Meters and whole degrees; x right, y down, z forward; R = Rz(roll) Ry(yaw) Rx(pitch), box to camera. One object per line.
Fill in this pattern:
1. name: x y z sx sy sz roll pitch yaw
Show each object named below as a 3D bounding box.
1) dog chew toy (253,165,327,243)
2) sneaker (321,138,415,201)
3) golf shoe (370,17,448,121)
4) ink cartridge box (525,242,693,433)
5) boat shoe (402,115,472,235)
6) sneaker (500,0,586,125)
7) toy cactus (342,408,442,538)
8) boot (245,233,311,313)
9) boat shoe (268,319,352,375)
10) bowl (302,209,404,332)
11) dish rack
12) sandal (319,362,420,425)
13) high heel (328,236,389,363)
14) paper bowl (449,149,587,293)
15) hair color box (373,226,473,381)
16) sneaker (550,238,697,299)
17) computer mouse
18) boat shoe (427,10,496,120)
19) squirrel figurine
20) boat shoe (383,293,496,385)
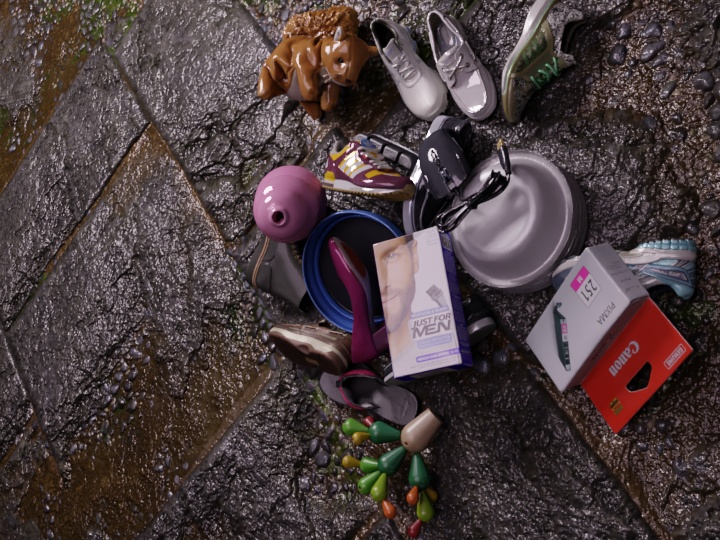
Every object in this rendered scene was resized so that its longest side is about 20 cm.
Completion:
1. dog chew toy: -0.118 -0.101 1.385 0.122 0.200 0.127 0 102 2
2. sneaker: 0.012 -0.163 1.356 0.198 0.074 0.092 13 93 46
3. golf shoe: 0.070 -0.332 1.408 0.078 0.097 0.202 -40 61 22
4. ink cartridge box: 0.313 0.096 1.115 0.175 0.043 0.202 59 146 30
5. boat shoe: 0.126 -0.143 1.349 0.067 0.071 0.203 16 84 39
6. sneaker: 0.272 -0.308 1.269 0.088 0.076 0.203 25 99 29
7. toy cactus: 0.064 0.285 1.307 0.165 0.102 0.200 -46 57 5
8. boot: -0.108 -0.040 1.514 0.137 0.077 0.203 28 105 28
9. boat shoe: -0.075 0.122 1.460 0.200 0.075 0.075 16 54 46
10. bowl: 0.000 0.000 1.385 0.197 0.039 0.205 8 109 24
11. dish rack: 0.016 -0.121 1.437 0.152 0.054 0.203 31 102 38
12. sandal: 0.008 0.193 1.385 0.198 0.045 0.077 16 91 38
13. high heel: -0.020 0.051 1.344 0.095 0.067 0.202 -28 95 17
14. paper bowl: 0.219 -0.074 1.240 0.198 0.104 0.205 -9 74 35
15. hair color box: 0.090 0.050 1.253 0.108 0.065 0.204 -15 74 22
16. sneaker: 0.348 0.014 1.142 0.197 0.077 0.088 -12 77 35
17. computer mouse: 0.143 -0.162 1.238 0.140 0.046 0.202 -34 41 26
18. boat shoe: 0.151 -0.327 1.361 0.070 0.069 0.203 -35 63 25
19. squirrel figurine: -0.062 -0.381 1.482 0.185 0.140 0.204 -15 62 46
20. boat shoe: 0.113 0.108 1.309 0.198 0.075 0.061 -32 64 15
